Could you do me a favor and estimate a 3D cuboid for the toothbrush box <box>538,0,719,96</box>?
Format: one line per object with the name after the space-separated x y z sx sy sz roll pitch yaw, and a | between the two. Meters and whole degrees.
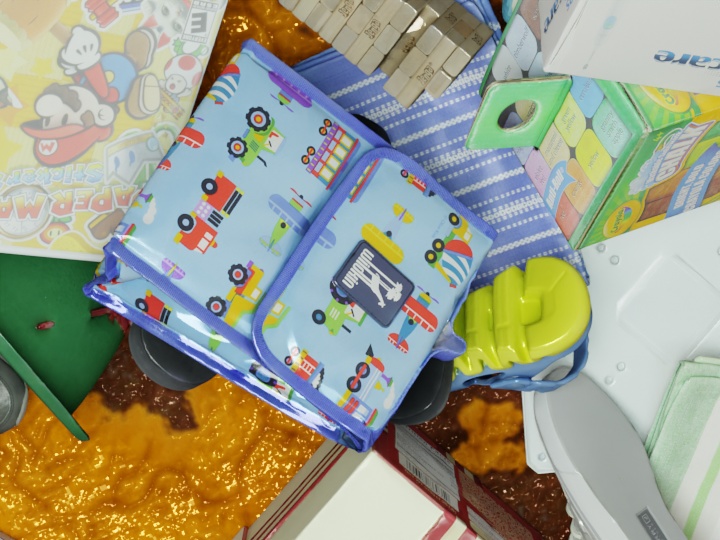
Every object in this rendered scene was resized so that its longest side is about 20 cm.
0.172 -0.199 0.950 0.145 0.085 0.201 7 59 -11 | toothbrush box

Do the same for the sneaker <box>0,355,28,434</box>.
-0.312 0.070 1.114 0.198 0.079 0.076 13 99 -4 | sneaker

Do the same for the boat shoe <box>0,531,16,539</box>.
-0.268 0.197 1.139 0.199 0.066 0.072 30 98 -5 | boat shoe

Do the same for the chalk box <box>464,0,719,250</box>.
0.156 -0.104 1.012 0.199 0.125 0.124 -20 67 -24 | chalk box

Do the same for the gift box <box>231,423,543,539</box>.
-0.001 0.205 1.081 0.184 0.200 0.187 41 98 -1 | gift box

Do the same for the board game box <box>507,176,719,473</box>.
0.199 0.023 1.137 0.198 0.026 0.202 -5 98 1 | board game box

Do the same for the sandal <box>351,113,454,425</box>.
-0.001 0.000 1.058 0.076 0.043 0.201 -26 68 23 | sandal

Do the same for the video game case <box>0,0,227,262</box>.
-0.186 -0.094 0.981 0.199 0.023 0.183 5 115 -36 | video game case

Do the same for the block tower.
-0.018 -0.180 1.045 0.200 0.058 0.054 40 120 0 | block tower

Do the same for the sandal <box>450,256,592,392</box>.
0.061 0.051 1.089 0.199 0.087 0.080 -8 65 29 | sandal

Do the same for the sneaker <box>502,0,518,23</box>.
0.162 -0.222 1.074 0.081 0.077 0.200 38 99 -7 | sneaker

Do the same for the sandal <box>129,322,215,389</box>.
-0.075 -0.019 1.063 0.076 0.043 0.201 30 57 -21 | sandal

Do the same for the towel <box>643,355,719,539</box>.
0.277 0.140 1.136 0.198 0.023 0.153 13 114 -8 | towel

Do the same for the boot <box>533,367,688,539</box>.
0.147 0.168 1.112 0.096 0.073 0.201 -42 70 44 | boot

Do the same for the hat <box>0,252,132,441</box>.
-0.153 -0.008 1.087 0.176 0.200 0.166 -39 60 -9 | hat

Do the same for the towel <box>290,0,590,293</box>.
0.046 -0.059 1.106 0.144 0.024 0.201 -20 97 18 | towel

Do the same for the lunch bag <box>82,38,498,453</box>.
-0.029 -0.003 0.991 0.199 0.094 0.151 34 67 -5 | lunch bag
